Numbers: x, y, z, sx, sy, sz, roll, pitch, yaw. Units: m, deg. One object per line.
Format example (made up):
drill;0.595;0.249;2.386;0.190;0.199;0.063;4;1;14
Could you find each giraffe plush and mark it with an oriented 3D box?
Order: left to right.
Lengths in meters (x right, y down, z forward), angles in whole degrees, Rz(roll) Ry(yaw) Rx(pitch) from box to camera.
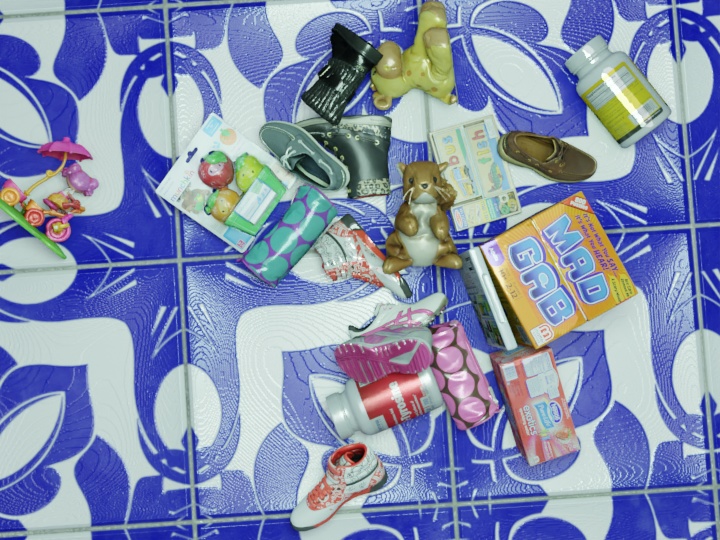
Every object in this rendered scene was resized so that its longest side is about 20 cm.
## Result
giraffe plush;0.092;-0.387;1.438;0.162;0.173;0.200;-8;122;10

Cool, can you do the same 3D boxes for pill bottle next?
pill bottle;0.042;0.235;1.414;0.200;0.112;0.113;-23;88;-1
pill bottle;0.479;-0.339;1.438;0.111;0.111;0.200;-37;88;-1

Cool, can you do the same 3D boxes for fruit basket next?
fruit basket;-0.247;-0.162;1.428;0.200;0.094;0.185;37;88;-17

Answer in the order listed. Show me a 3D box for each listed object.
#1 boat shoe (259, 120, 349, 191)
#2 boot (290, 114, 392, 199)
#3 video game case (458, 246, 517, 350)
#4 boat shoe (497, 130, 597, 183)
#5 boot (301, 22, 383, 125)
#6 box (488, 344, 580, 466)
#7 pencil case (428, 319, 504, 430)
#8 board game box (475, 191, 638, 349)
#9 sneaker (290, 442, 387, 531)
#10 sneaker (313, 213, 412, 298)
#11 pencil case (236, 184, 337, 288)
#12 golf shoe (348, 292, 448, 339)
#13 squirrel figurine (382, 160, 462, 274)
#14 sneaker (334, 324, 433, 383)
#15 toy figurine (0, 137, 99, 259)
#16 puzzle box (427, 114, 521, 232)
boat shoe;-0.113;-0.212;1.412;0.200;0.062;0.073;36;121;11
boot;-0.037;-0.213;1.454;0.203;0.073;0.154;-3;92;3
video game case;0.222;0.051;1.377;0.022;0.200;0.183;-21;88;-1
boat shoe;0.360;-0.216;1.446;0.200;0.068;0.072;15;83;-11
boot;-0.046;-0.365;1.415;0.079;0.211;0.158;29;106;-22
box;0.319;0.239;1.407;0.102;0.095;0.200;-19;98;0
pencil case;0.186;0.190;1.429;0.094;0.091;0.200;-26;90;34
board game box;0.333;0.003;1.379;0.200;0.200;0.200;-29;88;-1
sneaker;-0.055;0.389;1.400;0.201;0.067;0.108;-28;129;-4
sneaker;0.000;0.000;1.448;0.108;0.067;0.201;-40;85;-1
pencil case;-0.135;-0.066;1.438;0.092;0.085;0.200;39;88;6
golf shoe;0.071;0.091;1.440;0.200;0.073;0.092;-33;86;-1
squirrel figurine;0.109;-0.112;1.379;0.141;0.200;0.187;-2;112;8
sneaker;0.048;0.145;1.373;0.200;0.088;0.082;-7;108;29
toy figurine;-0.569;-0.153;1.435;0.200;0.150;0.184;45;78;-20
puzzle box;0.219;-0.187;1.475;0.133;0.025;0.201;-17;88;0
